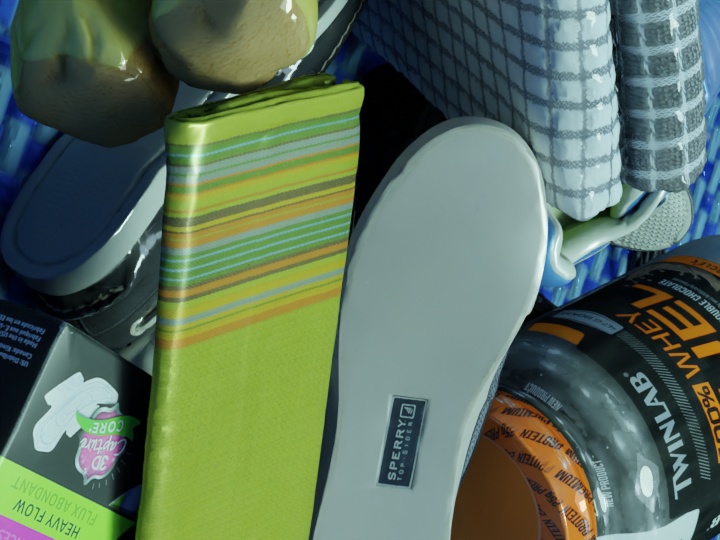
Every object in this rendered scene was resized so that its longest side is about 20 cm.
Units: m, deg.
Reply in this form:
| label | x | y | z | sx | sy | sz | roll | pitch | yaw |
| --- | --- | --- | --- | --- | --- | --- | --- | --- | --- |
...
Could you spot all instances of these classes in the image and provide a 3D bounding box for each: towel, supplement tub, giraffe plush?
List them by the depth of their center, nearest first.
| label | x | y | z | sx | sy | sz | roll | pitch | yaw |
| --- | --- | --- | --- | --- | --- | --- | --- | --- | --- |
| towel | -0.042 | 0.038 | 0.705 | 0.086 | 0.018 | 0.200 | -17 | 121 | -49 |
| giraffe plush | -0.052 | -0.151 | 0.745 | 0.162 | 0.172 | 0.200 | -8 | 75 | -65 |
| towel | 0.059 | -0.133 | 0.839 | 0.085 | 0.200 | 0.166 | -20 | 123 | -17 |
| supplement tub | 0.118 | 0.068 | 0.956 | 0.200 | 0.122 | 0.123 | -25 | 124 | -40 |

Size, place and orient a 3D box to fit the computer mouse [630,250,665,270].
| label | x | y | z | sx | sy | sz | roll | pitch | yaw |
| --- | --- | --- | --- | --- | --- | --- | --- | --- | --- |
| computer mouse | 0.164 | -0.070 | 1.184 | 0.059 | 0.034 | 0.200 | -33 | 136 | -67 |

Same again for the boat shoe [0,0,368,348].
| label | x | y | z | sx | sy | sz | roll | pitch | yaw |
| --- | --- | --- | --- | --- | --- | --- | --- | --- | --- |
| boat shoe | -0.054 | -0.058 | 0.822 | 0.200 | 0.074 | 0.060 | -56 | 143 | -20 |

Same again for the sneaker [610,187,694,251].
| label | x | y | z | sx | sy | sz | roll | pitch | yaw |
| --- | --- | --- | --- | --- | --- | --- | --- | --- | --- |
| sneaker | 0.108 | -0.043 | 1.038 | 0.077 | 0.085 | 0.200 | -37 | 142 | 17 |

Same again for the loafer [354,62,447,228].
| label | x | y | z | sx | sy | sz | roll | pitch | yaw |
| --- | --- | --- | --- | --- | --- | --- | --- | --- | --- |
| loafer | 0.000 | 0.000 | 0.929 | 0.070 | 0.068 | 0.201 | 53 | 56 | -40 |

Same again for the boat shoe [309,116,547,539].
| label | x | y | z | sx | sy | sz | roll | pitch | yaw |
| --- | --- | --- | --- | --- | --- | --- | --- | --- | --- |
| boat shoe | 0.017 | 0.029 | 0.837 | 0.093 | 0.075 | 0.200 | -105 | -150 | -72 |

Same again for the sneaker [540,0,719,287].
| label | x | y | z | sx | sy | sz | roll | pitch | yaw |
| --- | --- | --- | --- | --- | --- | --- | --- | --- | --- |
| sneaker | 0.110 | -0.055 | 0.920 | 0.200 | 0.077 | 0.076 | -45 | 127 | -24 |

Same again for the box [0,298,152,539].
| label | x | y | z | sx | sy | sz | roll | pitch | yaw |
| --- | --- | --- | --- | --- | --- | --- | --- | --- | --- |
| box | -0.142 | 0.116 | 0.717 | 0.149 | 0.124 | 0.200 | 40 | 71 | -55 |

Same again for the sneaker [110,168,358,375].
| label | x | y | z | sx | sy | sz | roll | pitch | yaw |
| --- | --- | --- | --- | --- | --- | --- | --- | --- | --- |
| sneaker | -0.060 | 0.023 | 0.834 | 0.070 | 0.093 | 0.200 | 97 | 7 | -73 |

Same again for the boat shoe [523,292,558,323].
| label | x | y | z | sx | sy | sz | roll | pitch | yaw |
| --- | --- | --- | --- | --- | --- | --- | --- | --- | --- |
| boat shoe | 0.069 | 0.042 | 1.043 | 0.202 | 0.075 | 0.075 | 14 | 92 | -57 |
